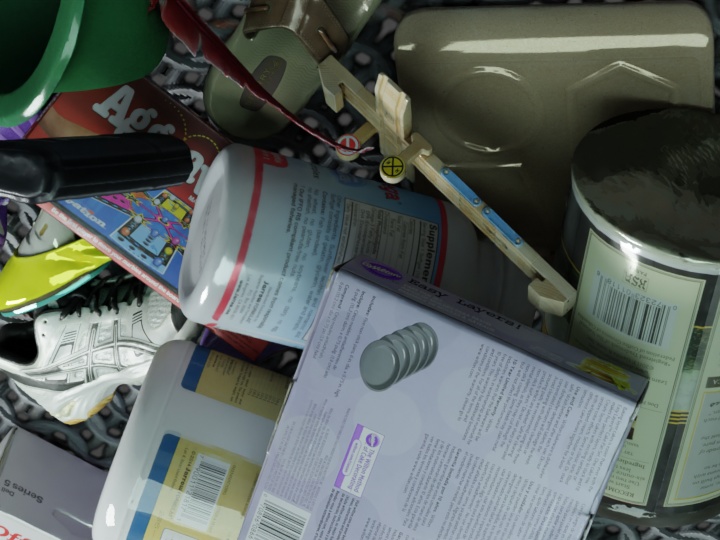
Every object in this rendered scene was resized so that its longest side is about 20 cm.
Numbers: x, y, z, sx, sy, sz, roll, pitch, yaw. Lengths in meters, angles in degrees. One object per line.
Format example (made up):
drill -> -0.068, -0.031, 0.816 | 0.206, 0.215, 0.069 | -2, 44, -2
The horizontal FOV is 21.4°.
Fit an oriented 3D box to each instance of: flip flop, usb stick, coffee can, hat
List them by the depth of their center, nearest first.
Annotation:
usb stick -> -0.149, -0.059, 1.047 | 0.055, 0.200, 0.033 | 14, 99, 14
hat -> -0.119, -0.148, 1.089 | 0.176, 0.200, 0.166 | 4, 164, -35
flip flop -> -0.040, -0.141, 1.104 | 0.081, 0.058, 0.200 | 24, 132, -11
coffee can -> 0.179, 0.028, 1.107 | 0.146, 0.146, 0.200 | 9, 129, 3

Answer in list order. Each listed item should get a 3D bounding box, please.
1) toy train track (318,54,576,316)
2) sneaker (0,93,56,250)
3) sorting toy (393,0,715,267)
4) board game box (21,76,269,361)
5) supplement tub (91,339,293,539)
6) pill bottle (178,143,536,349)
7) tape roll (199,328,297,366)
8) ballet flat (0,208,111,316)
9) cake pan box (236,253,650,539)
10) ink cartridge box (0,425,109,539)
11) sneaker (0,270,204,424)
toy train track -> 0.040, -0.043, 1.069 | 0.200, 0.033, 0.115 | 45, 168, 17
sneaker -> -0.221, -0.078, 1.187 | 0.083, 0.081, 0.200 | 12, 133, -8
sorting toy -> 0.122, -0.074, 1.155 | 0.185, 0.036, 0.200 | 0, 128, 11
board game box -> -0.112, -0.041, 1.170 | 0.200, 0.019, 0.103 | 37, 93, -19
supplement tub -> -0.055, 0.140, 1.199 | 0.200, 0.145, 0.145 | 20, 133, -3
pill bottle -> 0.000, 0.000, 1.136 | 0.200, 0.109, 0.109 | 15, 134, -15
tape roll -> -0.017, 0.089, 1.285 | 0.200, 0.066, 0.200 | 4, 123, 7
ballet flat -> -0.165, -0.032, 1.232 | 0.200, 0.067, 0.067 | -19, 112, 19
cake pan box -> 0.041, 0.116, 1.065 | 0.184, 0.052, 0.200 | 23, 107, 12
ink cartridge box -> -0.256, 0.229, 1.469 | 0.145, 0.084, 0.200 | 30, 131, -17
sneaker -> -0.175, 0.035, 1.281 | 0.088, 0.076, 0.200 | 38, 127, -23
